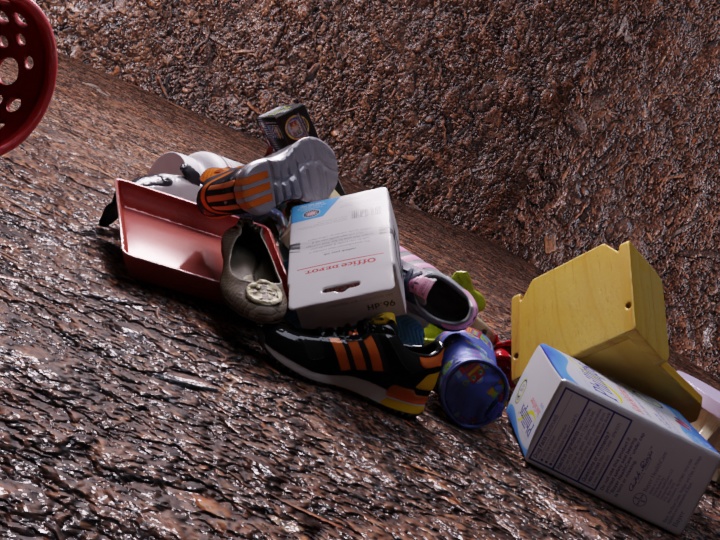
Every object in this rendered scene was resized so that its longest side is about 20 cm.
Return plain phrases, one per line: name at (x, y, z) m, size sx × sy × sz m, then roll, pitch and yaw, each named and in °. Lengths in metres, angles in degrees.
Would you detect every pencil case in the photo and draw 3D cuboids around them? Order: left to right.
pencil case at (0.127, 0.122, 1.290) m, size 0.086 × 0.078 × 0.200 m, roll 36°, pitch 7°, yaw -4°

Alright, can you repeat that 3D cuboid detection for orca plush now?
orca plush at (-0.257, -0.075, 1.377) m, size 0.070 × 0.107 × 0.199 m, roll -1°, pitch 11°, yaw 32°

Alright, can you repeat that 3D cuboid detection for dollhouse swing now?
dollhouse swing at (0.326, 0.101, 1.430) m, size 0.175 × 0.199 × 0.184 m, roll 28°, pitch 50°, yaw -30°

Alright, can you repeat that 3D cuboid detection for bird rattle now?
bird rattle at (0.144, 0.075, 1.523) m, size 0.199 × 0.114 × 0.162 m, roll 29°, pitch -7°, yaw -38°

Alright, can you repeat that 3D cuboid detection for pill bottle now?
pill bottle at (-0.197, -0.100, 1.533) m, size 0.111 × 0.112 × 0.199 m, roll 32°, pitch 11°, yaw 38°

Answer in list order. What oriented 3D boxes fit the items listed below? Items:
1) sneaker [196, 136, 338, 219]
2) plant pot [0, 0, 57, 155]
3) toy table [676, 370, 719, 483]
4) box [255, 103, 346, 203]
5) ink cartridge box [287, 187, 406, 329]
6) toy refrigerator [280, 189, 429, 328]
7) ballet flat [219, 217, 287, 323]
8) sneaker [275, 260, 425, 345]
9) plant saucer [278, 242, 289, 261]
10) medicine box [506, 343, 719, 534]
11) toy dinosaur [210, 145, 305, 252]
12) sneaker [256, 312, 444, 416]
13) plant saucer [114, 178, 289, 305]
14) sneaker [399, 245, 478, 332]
sneaker at (-0.116, -0.108, 1.291) m, size 0.111 × 0.079 × 0.199 m, roll -3°, pitch 9°, yaw 35°
plant pot at (-0.485, -0.248, 1.282) m, size 0.181 × 0.203 × 0.200 m, roll 21°, pitch 6°, yaw 25°
toy table at (0.508, 0.244, 1.577) m, size 0.183 × 0.118 × 0.200 m, roll 21°, pitch 10°, yaw -34°
box at (-0.078, -0.144, 1.504) m, size 0.162 × 0.044 × 0.200 m, roll 66°, pitch -8°, yaw -13°
ink cartridge box at (-0.015, -0.002, 1.181) m, size 0.115 × 0.068 × 0.201 m, roll -12°, pitch 33°, yaw 6°
toy refrigerator at (0.000, 0.000, 1.370) m, size 0.200 × 0.076 × 0.070 m, roll 47°, pitch 23°, yaw -10°
ballet flat at (-0.112, -0.005, 1.149) m, size 0.067 × 0.047 × 0.200 m, roll 15°, pitch 21°, yaw -18°
sneaker at (-0.024, 0.053, 1.303) m, size 0.198 × 0.077 × 0.081 m, roll 28°, pitch -7°, yaw -6°
plant saucer at (-0.040, 0.006, 1.631) m, size 0.198 × 0.036 × 0.200 m, roll 27°, pitch 9°, yaw -4°
medicine box at (0.283, 0.188, 1.275) m, size 0.198 × 0.104 × 0.182 m, roll 27°, pitch 8°, yaw -3°
toy dinosaur at (-0.152, -0.074, 1.423) m, size 0.181 × 0.105 × 0.201 m, roll 17°, pitch 42°, yaw -62°
sneaker at (-0.007, 0.074, 1.122) m, size 0.198 × 0.091 × 0.070 m, roll 23°, pitch 9°, yaw -20°
plant saucer at (-0.181, -0.021, 1.231) m, size 0.198 × 0.037 × 0.200 m, roll 19°, pitch 21°, yaw -23°
sneaker at (0.051, 0.007, 1.289) m, size 0.198 × 0.071 × 0.082 m, roll 26°, pitch -5°, yaw -7°
